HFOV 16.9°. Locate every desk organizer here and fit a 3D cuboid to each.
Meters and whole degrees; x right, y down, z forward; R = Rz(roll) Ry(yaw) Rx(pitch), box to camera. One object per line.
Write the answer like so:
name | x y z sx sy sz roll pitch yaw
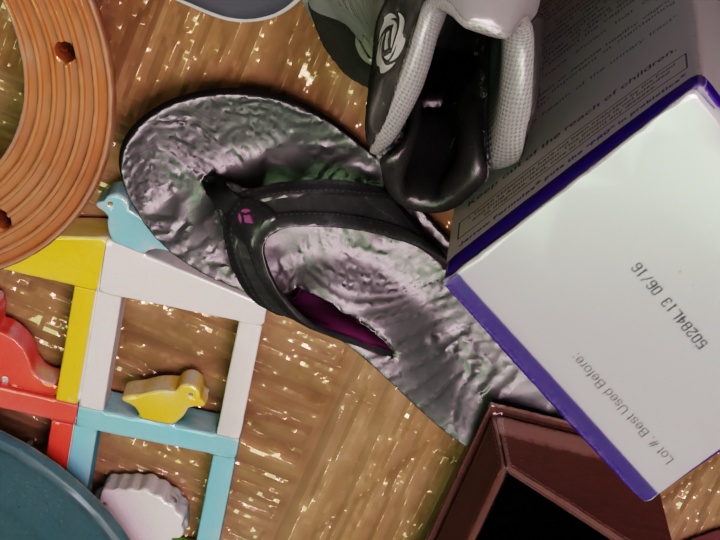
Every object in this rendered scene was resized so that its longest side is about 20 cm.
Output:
desk organizer | 0.052 0.158 0.948 0.071 0.077 0.201 14 122 -13

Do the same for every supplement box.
supplement box | 0.100 -0.032 0.806 0.103 0.200 0.101 -38 107 19

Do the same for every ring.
ring | -0.177 -0.086 0.883 0.200 0.019 0.201 11 124 17

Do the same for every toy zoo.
toy zoo | -0.111 0.056 0.966 0.131 0.020 0.201 12 115 0

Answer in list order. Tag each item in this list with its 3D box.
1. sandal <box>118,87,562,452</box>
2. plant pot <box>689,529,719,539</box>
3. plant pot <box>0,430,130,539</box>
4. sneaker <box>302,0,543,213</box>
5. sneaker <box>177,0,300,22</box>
sandal | 0.001 -0.001 0.906 0.200 0.048 0.075 34 100 -14
plant pot | 0.169 0.225 0.930 0.199 0.179 0.201 3 115 6
plant pot | -0.195 0.183 0.918 0.199 0.188 0.201 6 118 12
sneaker | 0.016 -0.067 0.794 0.075 0.200 0.116 7 73 -7
sneaker | -0.088 -0.159 0.835 0.078 0.079 0.200 -34 109 18
